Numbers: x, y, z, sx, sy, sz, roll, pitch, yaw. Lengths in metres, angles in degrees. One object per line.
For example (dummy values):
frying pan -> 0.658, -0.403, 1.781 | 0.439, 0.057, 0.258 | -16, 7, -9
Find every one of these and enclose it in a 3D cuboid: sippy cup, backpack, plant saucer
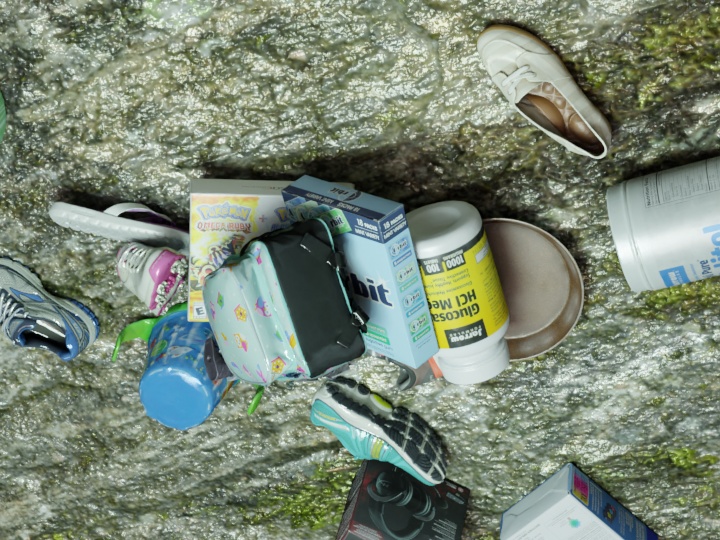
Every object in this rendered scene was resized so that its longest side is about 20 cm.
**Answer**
sippy cup -> -0.221, 0.130, 1.906 | 0.177, 0.130, 0.140 | -9, 117, 17
backpack -> -0.093, 0.045, 1.710 | 0.153, 0.200, 0.176 | -23, 91, -15
plant saucer -> 0.173, 0.019, 1.820 | 0.200, 0.035, 0.201 | 5, 120, 10

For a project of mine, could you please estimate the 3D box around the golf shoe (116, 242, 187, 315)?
golf shoe -> -0.263, 0.002, 1.823 | 0.091, 0.200, 0.075 | 36, 75, 0

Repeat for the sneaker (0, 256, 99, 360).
sneaker -> -0.438, 0.052, 1.930 | 0.200, 0.085, 0.077 | 26, 121, -4

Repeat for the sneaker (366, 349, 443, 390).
sneaker -> 0.034, 0.069, 1.837 | 0.082, 0.077, 0.200 | -33, 112, -4

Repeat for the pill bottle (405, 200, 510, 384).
pill bottle -> 0.111, 0.029, 1.754 | 0.112, 0.113, 0.200 | -11, 116, 17

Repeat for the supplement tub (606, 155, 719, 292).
supplement tub -> 0.390, -0.058, 1.677 | 0.200, 0.132, 0.132 | -15, 115, 19

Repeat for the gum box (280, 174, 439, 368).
gum box -> 0.000, 0.000, 1.729 | 0.170, 0.045, 0.200 | 20, 136, 45

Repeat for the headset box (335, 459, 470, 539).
headset box -> 0.051, 0.340, 1.931 | 0.149, 0.200, 0.077 | 26, 121, -3

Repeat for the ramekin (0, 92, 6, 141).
ramekin -> -0.529, -0.184, 1.806 | 0.199, 0.098, 0.200 | 5, 120, 8

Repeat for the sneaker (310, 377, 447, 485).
sneaker -> 0.025, 0.216, 1.946 | 0.200, 0.078, 0.080 | 34, 125, 3

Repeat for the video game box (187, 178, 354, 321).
video game box -> -0.110, -0.021, 1.822 | 0.199, 0.047, 0.183 | 1, 118, -6

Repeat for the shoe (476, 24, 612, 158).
shoe -> 0.209, -0.199, 1.677 | 0.200, 0.053, 0.070 | 41, 119, -13

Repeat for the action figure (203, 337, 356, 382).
action figure -> -0.093, 0.104, 1.869 | 0.200, 0.070, 0.130 | 10, 151, -37

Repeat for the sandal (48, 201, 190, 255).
sandal -> -0.284, -0.064, 1.851 | 0.202, 0.082, 0.050 | 13, 77, -5

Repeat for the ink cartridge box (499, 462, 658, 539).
ink cartridge box -> 0.299, 0.368, 1.970 | 0.200, 0.076, 0.136 | 42, 119, -11
